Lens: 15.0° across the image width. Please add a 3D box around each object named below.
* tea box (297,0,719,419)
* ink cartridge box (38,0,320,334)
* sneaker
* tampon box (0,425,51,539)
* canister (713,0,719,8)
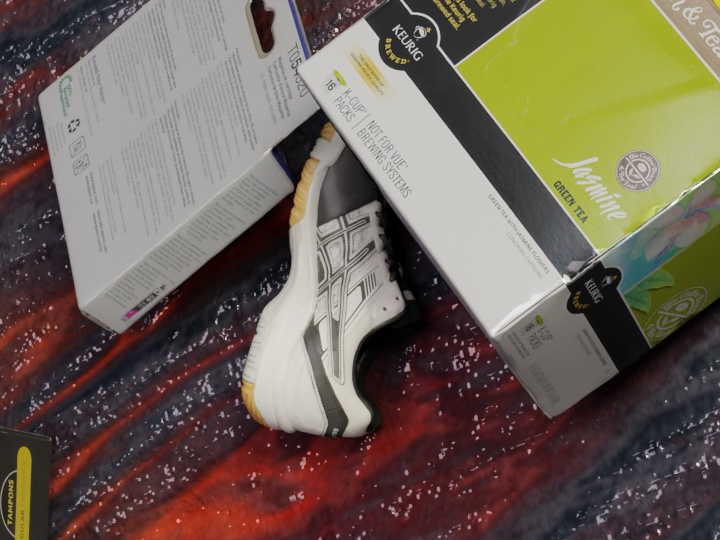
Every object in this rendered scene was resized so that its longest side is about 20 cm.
[{"bbox_3d":[0.110,-0.070,1.439,0.196,0.134,0.200,-36,61,2],"label":"tea box"},{"bbox_3d":[-0.100,-0.092,1.620,0.200,0.043,0.197,-37,41,20],"label":"ink cartridge box"},{"bbox_3d":[0.000,0.000,1.567,0.087,0.076,0.201,14,86,13],"label":"sneaker"},{"bbox_3d":[-0.305,0.172,1.672,0.199,0.126,0.151,-5,77,30],"label":"tampon box"},{"bbox_3d":[0.274,-0.217,1.426,0.199,0.086,0.149,-22,67,25],"label":"canister"}]
